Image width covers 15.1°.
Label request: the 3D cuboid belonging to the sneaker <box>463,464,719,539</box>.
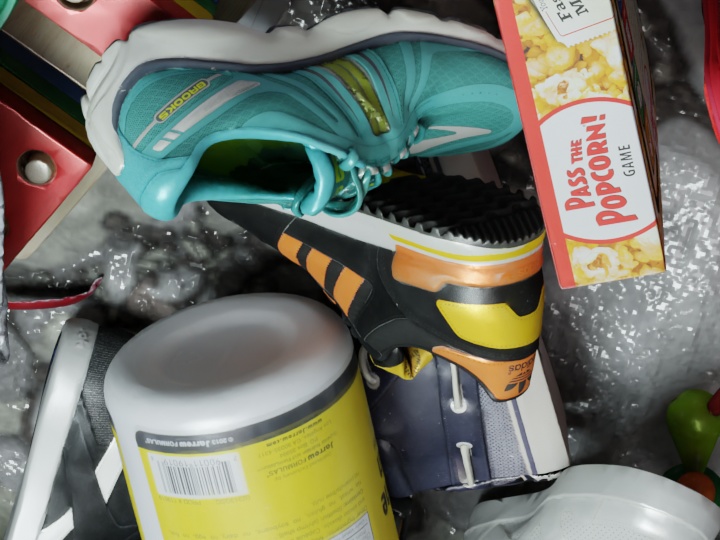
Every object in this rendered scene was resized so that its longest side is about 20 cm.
[{"bbox_3d":[0.089,0.156,1.224,0.074,0.116,0.200,29,158,-12],"label":"sneaker"}]

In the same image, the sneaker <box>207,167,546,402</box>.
[{"bbox_3d":[0.000,0.000,1.156,0.200,0.070,0.090,18,119,47],"label":"sneaker"}]

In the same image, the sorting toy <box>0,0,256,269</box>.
[{"bbox_3d":[-0.167,-0.114,1.115,0.199,0.070,0.200,36,119,-15],"label":"sorting toy"}]

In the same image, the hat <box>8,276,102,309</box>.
[{"bbox_3d":[-0.273,0.024,1.286,0.200,0.176,0.166,41,121,27],"label":"hat"}]

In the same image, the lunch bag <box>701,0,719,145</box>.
[{"bbox_3d":[0.209,-0.031,1.116,0.082,0.176,0.200,-22,117,17],"label":"lunch bag"}]

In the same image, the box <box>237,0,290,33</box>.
[{"bbox_3d":[-0.099,-0.150,1.149,0.156,0.041,0.200,26,120,-10],"label":"box"}]

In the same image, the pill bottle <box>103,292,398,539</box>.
[{"bbox_3d":[-0.040,0.119,1.215,0.112,0.112,0.200,-8,116,10],"label":"pill bottle"}]

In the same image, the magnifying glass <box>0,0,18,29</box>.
[{"bbox_3d":[-0.175,-0.078,1.084,0.080,0.022,0.200,10,123,3],"label":"magnifying glass"}]

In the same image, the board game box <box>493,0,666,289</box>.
[{"bbox_3d":[0.082,-0.117,1.088,0.046,0.152,0.200,-10,120,10],"label":"board game box"}]

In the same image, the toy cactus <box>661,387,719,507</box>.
[{"bbox_3d":[0.180,0.137,1.289,0.165,0.102,0.200,-20,123,38],"label":"toy cactus"}]

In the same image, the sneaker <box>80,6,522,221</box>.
[{"bbox_3d":[-0.015,-0.053,1.092,0.200,0.080,0.078,-8,142,-29],"label":"sneaker"}]

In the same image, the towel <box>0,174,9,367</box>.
[{"bbox_3d":[-0.227,-0.046,1.058,0.166,0.086,0.200,12,124,22],"label":"towel"}]

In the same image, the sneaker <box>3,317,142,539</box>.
[{"bbox_3d":[-0.112,0.123,1.303,0.112,0.073,0.200,15,122,-5],"label":"sneaker"}]

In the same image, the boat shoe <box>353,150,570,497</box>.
[{"bbox_3d":[0.030,0.021,1.224,0.093,0.075,0.200,-13,119,7],"label":"boat shoe"}]

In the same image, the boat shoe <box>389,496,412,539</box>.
[{"bbox_3d":[0.005,0.193,1.337,0.068,0.072,0.200,-4,119,8],"label":"boat shoe"}]
